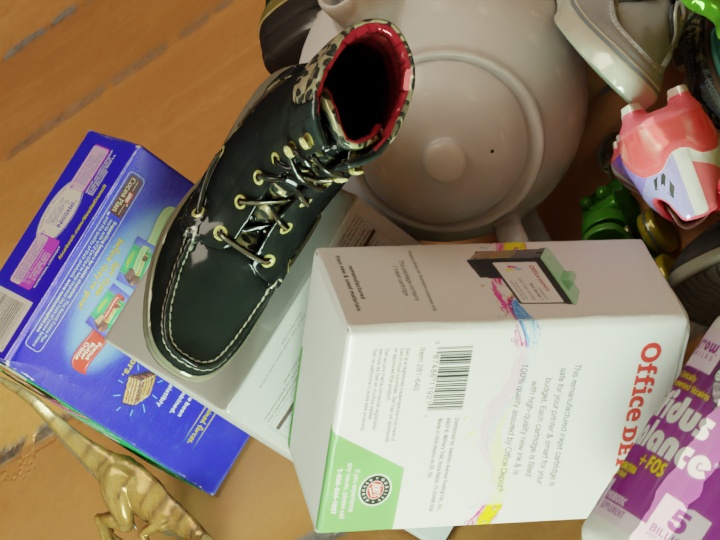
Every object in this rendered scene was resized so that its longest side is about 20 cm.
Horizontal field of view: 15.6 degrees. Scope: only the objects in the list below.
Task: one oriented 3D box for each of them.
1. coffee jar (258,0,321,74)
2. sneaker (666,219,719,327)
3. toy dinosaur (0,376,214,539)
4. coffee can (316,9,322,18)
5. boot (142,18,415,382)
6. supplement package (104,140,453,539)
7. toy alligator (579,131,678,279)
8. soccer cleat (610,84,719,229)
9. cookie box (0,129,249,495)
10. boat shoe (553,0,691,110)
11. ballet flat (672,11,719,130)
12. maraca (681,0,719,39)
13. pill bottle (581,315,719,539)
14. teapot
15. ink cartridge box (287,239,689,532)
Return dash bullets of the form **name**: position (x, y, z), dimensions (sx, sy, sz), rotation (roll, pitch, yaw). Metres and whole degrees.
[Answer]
- **coffee jar**: position (-0.023, -0.211, 1.913), dimensions (0.085, 0.104, 0.201), rotation (-32, 42, 30)
- **sneaker**: position (0.265, -0.042, 1.511), dimensions (0.199, 0.075, 0.107), rotation (-24, 41, 21)
- **toy dinosaur**: position (-0.163, 0.142, 1.782), dimensions (0.200, 0.106, 0.060), rotation (36, 54, 16)
- **coffee can**: position (0.090, -0.191, 1.741), dimensions (0.200, 0.146, 0.147), rotation (-45, 38, 11)
- **boot**: position (-0.047, -0.042, 1.459), dimensions (0.204, 0.073, 0.154), rotation (-64, 13, -19)
- **supplement package**: position (-0.016, 0.045, 1.627), dimensions (0.152, 0.200, 0.151), rotation (26, 83, 52)
- **toy alligator**: position (0.156, -0.024, 1.617), dimensions (0.059, 0.054, 0.201), rotation (-32, 42, 25)
- **soccer cleat**: position (0.184, -0.054, 1.537), dimensions (0.066, 0.200, 0.077), rotation (-19, 81, 5)
- **cookie box**: position (-0.140, 0.031, 1.772), dimensions (0.075, 0.200, 0.172), rotation (22, 78, 53)
- **boat shoe**: position (0.162, -0.157, 1.578), dimensions (0.071, 0.070, 0.201), rotation (-43, 16, 15)
- **ballet flat**: position (0.222, -0.134, 1.635), dimensions (0.074, 0.074, 0.201), rotation (-32, 40, 26)
- **maraca**: position (0.254, -0.168, 1.549), dimensions (0.200, 0.137, 0.107), rotation (-60, -9, -56)
- **pill bottle**: position (0.215, 0.090, 1.420), dimensions (0.200, 0.112, 0.112), rotation (-57, 37, -4)
- **teapot**: position (0.053, -0.091, 1.615), dimensions (0.146, 0.199, 0.198), rotation (-93, 14, -62)
- **ink cartridge box**: position (0.070, 0.064, 1.489), dimensions (0.084, 0.199, 0.145), rotation (-112, 25, -52)
